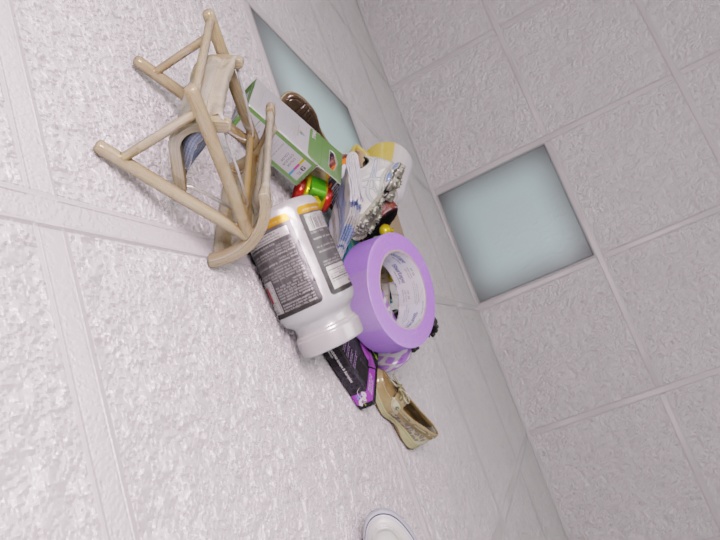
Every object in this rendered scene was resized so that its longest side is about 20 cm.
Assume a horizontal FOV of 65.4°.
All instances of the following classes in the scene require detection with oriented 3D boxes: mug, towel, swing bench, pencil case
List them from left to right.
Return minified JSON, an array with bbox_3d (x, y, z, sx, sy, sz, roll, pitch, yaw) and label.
[{"bbox_3d":[-0.172,-0.152,0.662,0.201,0.128,0.201,52,21,-41],"label":"swing bench"},{"bbox_3d":[-0.036,-0.090,0.984,0.023,0.202,0.149,9,43,-15],"label":"towel"},{"bbox_3d":[0.024,0.093,1.058,0.203,0.083,0.086,64,-5,-15],"label":"pencil case"},{"bbox_3d":[0.054,-0.260,1.590,0.155,0.182,0.151,-82,178,-46],"label":"mug"}]

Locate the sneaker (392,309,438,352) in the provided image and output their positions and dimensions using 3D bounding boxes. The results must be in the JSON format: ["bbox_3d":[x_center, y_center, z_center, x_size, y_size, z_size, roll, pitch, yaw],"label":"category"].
[{"bbox_3d":[0.094,0.118,1.151,0.099,0.070,0.201,57,-23,11],"label":"sneaker"}]

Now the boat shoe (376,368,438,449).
[{"bbox_3d":[0.077,0.248,1.038,0.201,0.062,0.074,57,19,-31],"label":"boat shoe"}]

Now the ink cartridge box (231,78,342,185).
[{"bbox_3d":[-0.121,-0.215,0.941,0.199,0.059,0.105,37,30,-27],"label":"ink cartridge box"}]

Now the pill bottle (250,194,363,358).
[{"bbox_3d":[-0.077,0.009,0.776,0.203,0.115,0.116,67,16,-1],"label":"pill bottle"}]

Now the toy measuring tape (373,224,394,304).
[{"bbox_3d":[0.063,0.007,1.130,0.074,0.072,0.205,-47,132,-73],"label":"toy measuring tape"}]

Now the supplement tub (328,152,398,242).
[{"bbox_3d":[-0.022,-0.160,1.140,0.200,0.107,0.107,48,13,12],"label":"supplement tub"}]

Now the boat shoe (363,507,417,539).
[{"bbox_3d":[0.054,0.413,0.711,0.086,0.073,0.206,106,-32,-89],"label":"boat shoe"}]

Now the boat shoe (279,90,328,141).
[{"bbox_3d":[-0.118,-0.295,1.169,0.077,0.071,0.201,61,1,42],"label":"boat shoe"}]

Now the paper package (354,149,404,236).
[{"bbox_3d":[0.019,-0.136,1.304,0.190,0.102,0.203,42,29,-56],"label":"paper package"}]

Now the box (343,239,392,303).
[{"bbox_3d":[0.000,0.000,1.151,0.200,0.048,0.084,46,26,-51],"label":"box"}]

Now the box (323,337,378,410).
[{"bbox_3d":[-0.029,0.109,0.935,0.202,0.036,0.144,59,18,-24],"label":"box"}]

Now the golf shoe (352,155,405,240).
[{"bbox_3d":[0.005,-0.138,1.039,0.201,0.096,0.079,-58,169,-39],"label":"golf shoe"}]

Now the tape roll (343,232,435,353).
[{"bbox_3d":[0.052,0.040,0.988,0.198,0.065,0.204,22,61,-46],"label":"tape roll"}]

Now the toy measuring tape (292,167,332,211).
[{"bbox_3d":[-0.090,-0.155,1.028,0.074,0.073,0.202,55,15,-33],"label":"toy measuring tape"}]
